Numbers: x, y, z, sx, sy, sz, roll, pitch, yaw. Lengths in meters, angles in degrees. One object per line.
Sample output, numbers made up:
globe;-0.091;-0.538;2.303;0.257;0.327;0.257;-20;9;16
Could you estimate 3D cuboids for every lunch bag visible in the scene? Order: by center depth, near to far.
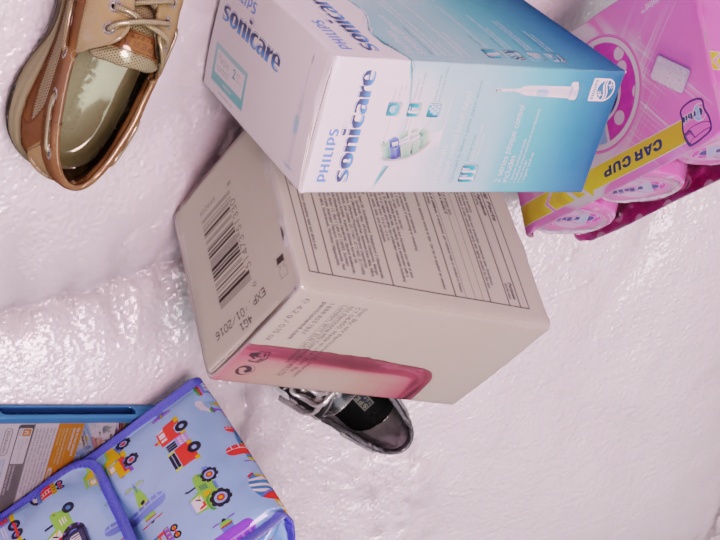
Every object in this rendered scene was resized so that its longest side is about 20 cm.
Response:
lunch bag;-0.152;0.186;0.897;0.200;0.151;0.094;-28;132;-13

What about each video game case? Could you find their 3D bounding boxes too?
video game case;-0.216;0.153;0.950;0.200;0.018;0.143;4;119;-34

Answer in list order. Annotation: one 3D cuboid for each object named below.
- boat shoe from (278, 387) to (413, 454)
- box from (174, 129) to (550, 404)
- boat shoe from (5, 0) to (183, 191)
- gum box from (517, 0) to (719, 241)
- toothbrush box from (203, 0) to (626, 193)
boat shoe;-0.026;0.072;0.976;0.074;0.068;0.199;-39;133;-2
box;0.000;0.000;0.882;0.200;0.128;0.109;11;140;-37
boat shoe;-0.129;-0.133;0.759;0.075;0.074;0.200;8;117;-36
gum box;0.172;-0.101;0.885;0.066;0.114;0.200;3;162;-32
toothbrush box;0.029;-0.115;0.823;0.199;0.146;0.086;-2;122;-32
